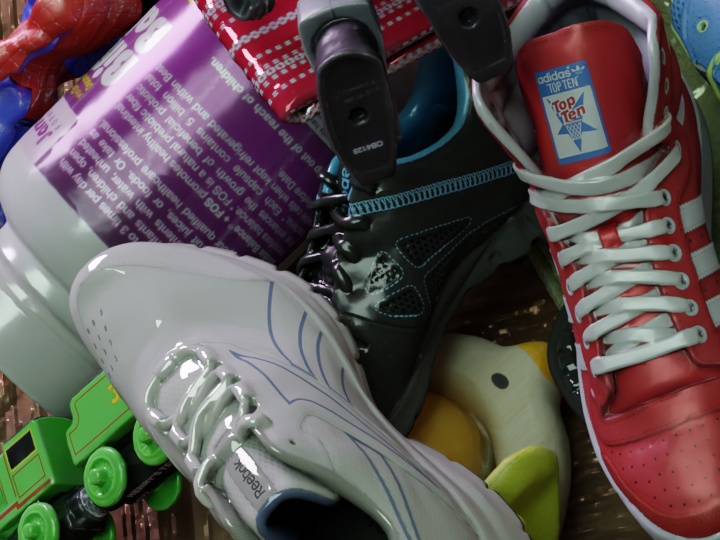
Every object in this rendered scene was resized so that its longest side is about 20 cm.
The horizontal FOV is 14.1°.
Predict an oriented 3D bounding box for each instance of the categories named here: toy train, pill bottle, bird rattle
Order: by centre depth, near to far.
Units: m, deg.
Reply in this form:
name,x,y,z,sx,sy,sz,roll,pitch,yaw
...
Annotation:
name,x,y,z,sx,sy,sz,roll,pitch,yaw
bird rattle,0.012,0.102,1.084,0.199,0.113,0.164,-12,53,33
toy train,-0.123,0.091,1.120,0.200,0.042,0.057,-39,59,32
pill bottle,-0.070,-0.037,1.143,0.200,0.112,0.112,-45,60,1

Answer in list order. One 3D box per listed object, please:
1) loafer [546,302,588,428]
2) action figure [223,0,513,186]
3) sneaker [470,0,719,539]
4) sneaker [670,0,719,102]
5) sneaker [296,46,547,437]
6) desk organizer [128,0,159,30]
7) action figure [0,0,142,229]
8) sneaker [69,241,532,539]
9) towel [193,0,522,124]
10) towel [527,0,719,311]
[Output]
name,x,y,z,sx,sy,sz,roll,pitch,yaw
loafer,0.149,0.071,1.026,0.200,0.071,0.073,37,80,26
action figure,-0.004,-0.122,1.021,0.130,0.069,0.200,-28,37,9
sneaker,0.089,-0.009,0.976,0.071,0.113,0.201,-18,56,13
sneaker,0.160,-0.055,1.039,0.105,0.076,0.201,-3,60,37
sneaker,0.000,0.000,1.060,0.073,0.082,0.200,15,64,51
desk organizer,-0.043,-0.162,1.205,0.199,0.072,0.077,-22,65,15
action figure,-0.142,-0.066,1.175,0.052,0.065,0.200,44,114,23
sneaker,-0.028,0.055,0.973,0.200,0.087,0.075,39,105,23
towel,-0.011,-0.153,1.099,0.144,0.023,0.200,-30,52,-5
towel,0.147,-0.059,1.101,0.199,0.036,0.149,-29,60,12
